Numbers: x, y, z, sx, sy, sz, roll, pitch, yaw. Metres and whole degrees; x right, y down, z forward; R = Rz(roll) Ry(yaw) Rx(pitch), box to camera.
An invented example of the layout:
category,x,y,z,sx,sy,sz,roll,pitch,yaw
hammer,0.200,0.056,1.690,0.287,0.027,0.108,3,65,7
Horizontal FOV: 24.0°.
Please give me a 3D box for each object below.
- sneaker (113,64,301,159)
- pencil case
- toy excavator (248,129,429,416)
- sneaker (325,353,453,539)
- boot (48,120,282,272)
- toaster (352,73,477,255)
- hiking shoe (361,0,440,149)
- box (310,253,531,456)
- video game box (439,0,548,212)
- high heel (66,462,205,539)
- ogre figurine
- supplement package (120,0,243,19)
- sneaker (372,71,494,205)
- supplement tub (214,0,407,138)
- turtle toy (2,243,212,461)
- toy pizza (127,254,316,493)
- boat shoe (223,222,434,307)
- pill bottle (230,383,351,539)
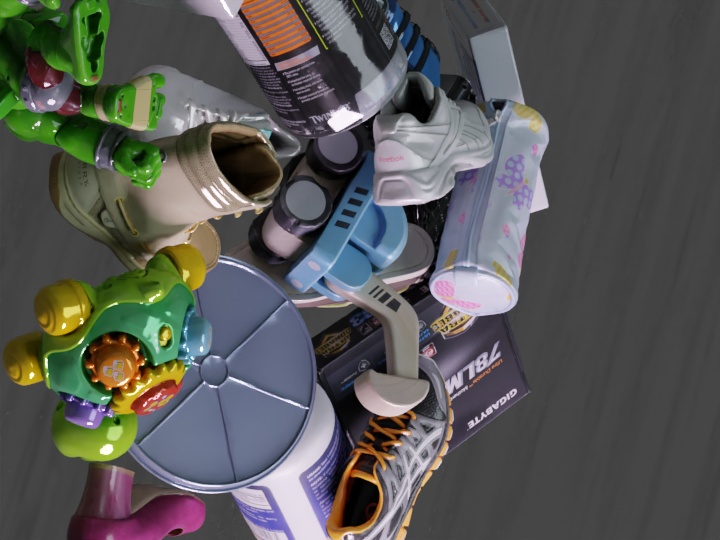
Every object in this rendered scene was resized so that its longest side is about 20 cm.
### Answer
category,x,y,z,sx,sy,sz,roll,pitch,yaw
sneaker,-0.118,-0.119,1.378,0.200,0.088,0.076,0,103,-62
pencil case,0.119,-0.059,1.555,0.091,0.083,0.201,96,7,-63
toy excavator,0.000,0.000,1.466,0.195,0.199,0.100,-61,-172,-27
sneaker,0.025,0.170,1.539,0.077,0.078,0.201,34,70,-57
boot,-0.123,-0.053,1.309,0.200,0.155,0.073,39,46,-54
toaster,0.041,-0.071,1.671,0.201,0.118,0.181,-59,147,-31
hiking shoe,0.027,-0.208,1.574,0.086,0.074,0.201,-13,89,-38
box,0.057,0.099,1.639,0.199,0.050,0.199,-34,131,-14
video game box,0.134,-0.182,1.736,0.182,0.047,0.201,-103,177,-64
high heel,-0.187,0.223,1.405,0.200,0.067,0.097,38,59,-62
ogre figurine,-0.214,-0.140,1.152,0.200,0.119,0.099,45,58,-61
supplement package,-0.120,-0.307,1.253,0.201,0.119,0.121,-64,150,-23
sneaker,0.063,-0.128,1.461,0.200,0.077,0.100,-48,132,-63
supplement tub,-0.055,-0.218,1.384,0.123,0.122,0.200,-57,129,-34
turtle toy,-0.186,0.070,1.282,0.145,0.101,0.200,-20,159,-40
toy pizza,-0.128,0.086,1.421,0.199,0.032,0.202,6,77,-29
boat shoe,-0.033,0.002,1.538,0.060,0.199,0.072,114,-36,-62
pill bottle,-0.073,0.163,1.557,0.120,0.119,0.201,-59,149,-30
